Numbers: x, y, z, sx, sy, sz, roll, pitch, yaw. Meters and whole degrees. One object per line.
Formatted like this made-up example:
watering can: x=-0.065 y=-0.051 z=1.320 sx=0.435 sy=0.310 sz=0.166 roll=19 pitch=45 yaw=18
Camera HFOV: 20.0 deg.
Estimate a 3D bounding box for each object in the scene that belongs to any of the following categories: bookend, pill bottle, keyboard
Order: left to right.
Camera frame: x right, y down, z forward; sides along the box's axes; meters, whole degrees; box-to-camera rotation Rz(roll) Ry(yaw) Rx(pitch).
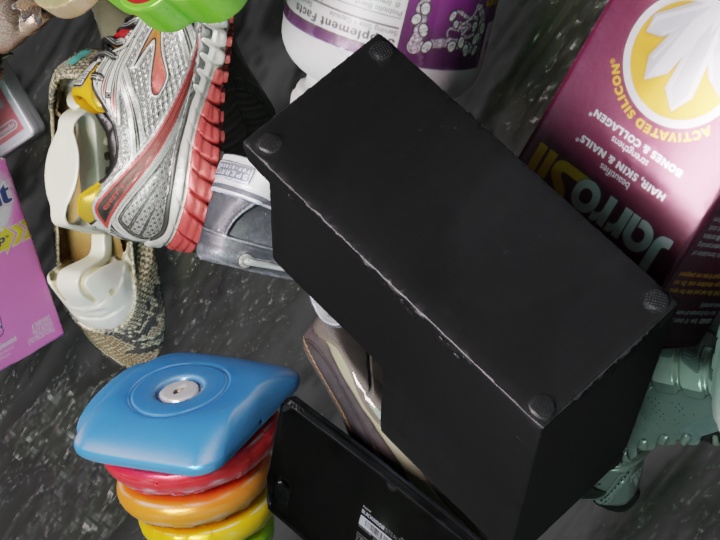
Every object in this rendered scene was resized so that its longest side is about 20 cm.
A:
pill bottle: x=0.020 y=-0.157 z=1.078 sx=0.112 sy=0.112 sz=0.201 roll=20 pitch=112 yaw=17
keyboard: x=0.021 y=0.154 z=1.130 sx=0.200 sy=0.040 sz=0.104 roll=36 pitch=124 yaw=40
bookend: x=0.043 y=0.022 z=1.021 sx=0.199 sy=0.092 sz=0.200 roll=43 pitch=160 yaw=19

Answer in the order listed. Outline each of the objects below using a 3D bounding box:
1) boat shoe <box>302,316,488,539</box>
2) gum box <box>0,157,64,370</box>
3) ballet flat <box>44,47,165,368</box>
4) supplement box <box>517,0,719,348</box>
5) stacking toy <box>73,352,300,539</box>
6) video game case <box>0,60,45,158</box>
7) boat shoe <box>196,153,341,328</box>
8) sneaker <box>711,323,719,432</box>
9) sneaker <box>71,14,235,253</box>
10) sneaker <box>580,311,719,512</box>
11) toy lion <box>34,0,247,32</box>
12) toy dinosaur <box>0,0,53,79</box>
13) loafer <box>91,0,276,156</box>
boat shoe: x=0.020 y=0.116 z=1.175 sx=0.073 sy=0.074 sz=0.200 roll=-34 pitch=89 yaw=27
gum box: x=-0.283 y=0.001 z=1.240 sx=0.200 sy=0.066 sz=0.114 roll=-3 pitch=110 yaw=41
ballet flat: x=-0.160 y=-0.029 z=1.209 sx=0.068 sy=0.075 sz=0.201 roll=1 pitch=105 yaw=19
supplement box: x=0.164 y=-0.072 z=1.032 sx=0.110 sy=0.086 sz=0.200 roll=39 pitch=110 yaw=28
stacking toy: x=-0.089 y=0.156 z=1.229 sx=0.109 sy=0.116 sz=0.200 roll=5 pitch=121 yaw=30
video game case: x=-0.298 y=-0.139 z=1.268 sx=0.143 sy=0.017 sz=0.200 roll=-30 pitch=91 yaw=27
boat shoe: x=0.000 y=0.000 z=1.096 sx=0.072 sy=0.200 sz=0.068 roll=16 pitch=87 yaw=53
sneaker: x=0.235 y=0.000 z=1.009 sx=0.076 sy=0.081 sz=0.200 roll=29 pitch=86 yaw=10
sneaker: x=-0.110 y=-0.112 z=1.087 sx=0.082 sy=0.078 sz=0.201 roll=6 pitch=86 yaw=-9
sneaker: x=0.171 y=0.083 z=1.113 sx=0.200 sy=0.075 sz=0.116 roll=12 pitch=118 yaw=25
toy lion: x=-0.100 y=-0.216 z=1.047 sx=0.191 sy=0.069 sz=0.201 roll=-5 pitch=67 yaw=31
toy dinosaur: x=-0.204 y=-0.168 z=1.180 sx=0.086 sy=0.136 sz=0.200 roll=42 pitch=76 yaw=-3
loafer: x=-0.100 y=-0.096 z=1.175 sx=0.070 sy=0.075 sz=0.201 roll=-17 pitch=92 yaw=39
